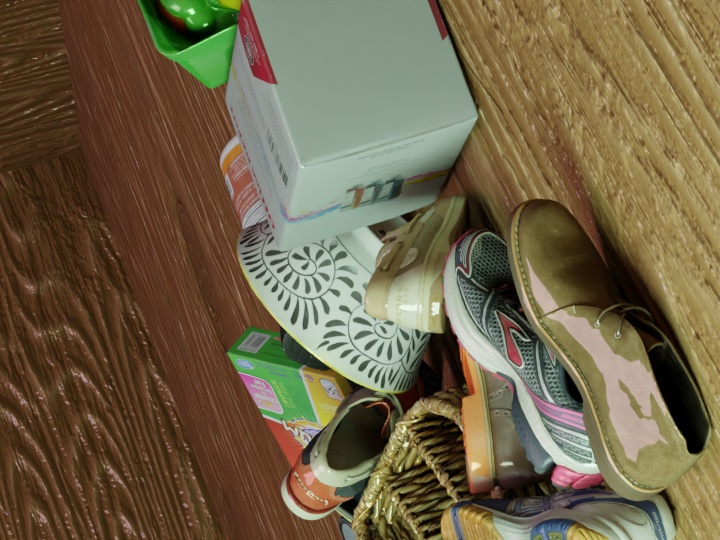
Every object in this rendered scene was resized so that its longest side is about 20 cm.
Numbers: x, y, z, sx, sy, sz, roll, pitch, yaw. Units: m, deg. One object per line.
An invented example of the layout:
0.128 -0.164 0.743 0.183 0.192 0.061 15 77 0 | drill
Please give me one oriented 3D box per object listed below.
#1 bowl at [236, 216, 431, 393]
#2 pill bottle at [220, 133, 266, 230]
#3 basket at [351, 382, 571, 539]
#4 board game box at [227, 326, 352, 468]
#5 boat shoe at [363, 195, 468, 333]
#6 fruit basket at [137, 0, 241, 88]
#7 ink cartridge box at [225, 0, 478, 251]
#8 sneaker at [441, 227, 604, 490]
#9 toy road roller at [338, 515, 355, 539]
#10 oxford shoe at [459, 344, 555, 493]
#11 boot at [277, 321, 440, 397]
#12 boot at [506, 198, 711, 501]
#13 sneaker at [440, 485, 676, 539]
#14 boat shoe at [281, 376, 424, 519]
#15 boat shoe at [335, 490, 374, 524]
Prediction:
0.000 0.000 1.594 0.094 0.200 0.201 -49 44 21 | bowl
-0.055 -0.042 1.815 0.112 0.111 0.201 102 149 -64 | pill bottle
0.081 0.182 1.432 0.200 0.148 0.144 -123 21 -54 | basket
-0.029 0.151 1.839 0.152 0.040 0.201 10 137 43 | board game box
0.044 -0.012 1.397 0.200 0.064 0.072 -62 -25 -71 | boat shoe
-0.087 -0.254 1.479 0.216 0.214 0.156 93 156 -56 | fruit basket
-0.013 -0.127 1.452 0.200 0.144 0.146 117 135 -71 | ink cartridge box
0.125 0.047 1.261 0.201 0.080 0.075 59 144 30 | sneaker
0.062 0.287 1.717 0.146 0.122 0.201 53 158 28 | toy road roller
0.109 0.065 1.373 0.071 0.072 0.202 76 -168 -69 | oxford shoe
-0.010 0.044 1.694 0.200 0.070 0.132 38 -158 -41 | boot
0.156 0.035 1.150 0.075 0.073 0.201 -47 63 54 | boot
0.134 0.184 1.270 0.200 0.088 0.076 -3 107 59 | sneaker
0.005 0.134 1.565 0.071 0.200 0.063 41 129 7 | boat shoe
0.053 0.215 1.593 0.201 0.060 0.073 28 123 25 | boat shoe
